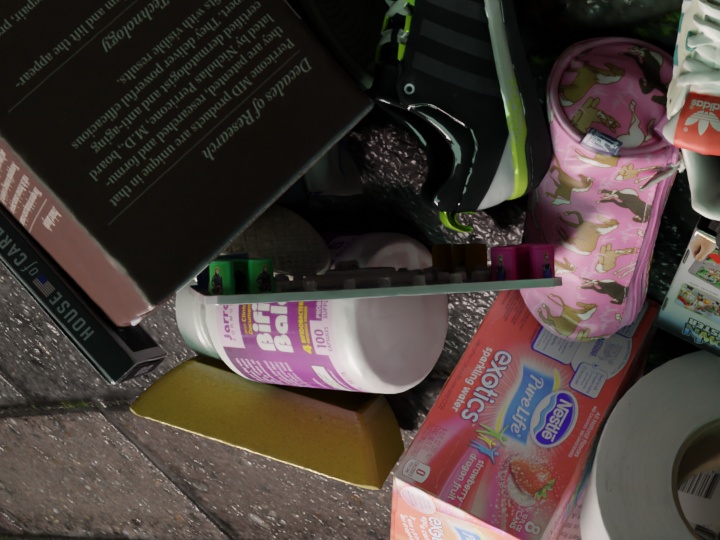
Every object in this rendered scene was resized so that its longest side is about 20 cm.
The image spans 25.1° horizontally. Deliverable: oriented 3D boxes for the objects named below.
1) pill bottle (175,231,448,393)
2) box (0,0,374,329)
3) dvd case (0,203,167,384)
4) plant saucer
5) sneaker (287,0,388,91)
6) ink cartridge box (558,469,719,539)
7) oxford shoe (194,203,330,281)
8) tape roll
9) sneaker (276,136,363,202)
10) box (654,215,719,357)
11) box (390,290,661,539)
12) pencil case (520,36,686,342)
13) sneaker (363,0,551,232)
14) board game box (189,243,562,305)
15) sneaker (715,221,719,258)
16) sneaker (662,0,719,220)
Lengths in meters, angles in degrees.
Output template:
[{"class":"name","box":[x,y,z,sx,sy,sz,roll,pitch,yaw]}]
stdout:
[{"class":"pill bottle","box":[-0.042,0.028,1.177,0.199,0.113,0.113,0,137,44]},{"class":"box","box":[-0.132,-0.099,0.883,0.200,0.164,0.166,48,165,-7]},{"class":"dvd case","box":[-0.188,0.008,1.027,0.150,0.025,0.200,48,177,0]},{"class":"plant saucer","box":[-0.062,0.106,1.280,0.198,0.049,0.200,18,-175,6]},{"class":"sneaker","box":[-0.039,-0.167,0.942,0.200,0.075,0.106,49,153,-7]},{"class":"ink cartridge box","box":[0.183,0.187,1.096,0.145,0.201,0.085,11,144,35]},{"class":"oxford shoe","box":[-0.099,-0.016,1.139,0.199,0.075,0.058,17,124,36]},{"class":"tape roll","box":[0.238,0.149,0.990,0.201,0.203,0.071,25,149,16]},{"class":"sneaker","box":[-0.075,-0.051,1.050,0.145,0.081,0.202,20,111,-4]},{"class":"box","box":[0.279,0.037,0.950,0.199,0.035,0.110,28,150,11]},{"class":"box","box":[0.107,0.099,1.043,0.102,0.201,0.095,23,147,15]},{"class":"pencil case","box":[0.138,-0.041,0.931,0.082,0.087,0.201,-1,147,-2]},{"class":"sneaker","box":[0.037,-0.118,0.851,0.202,0.082,0.072,69,166,-10]},{"class":"board game box","box":[0.000,0.000,0.968,0.198,0.026,0.200,-3,-179,-8]},{"class":"sneaker","box":[0.287,0.010,0.848,0.198,0.076,0.077,26,144,-4]},{"class":"sneaker","box":[0.185,-0.106,0.774,0.070,0.094,0.201,19,148,24]}]
